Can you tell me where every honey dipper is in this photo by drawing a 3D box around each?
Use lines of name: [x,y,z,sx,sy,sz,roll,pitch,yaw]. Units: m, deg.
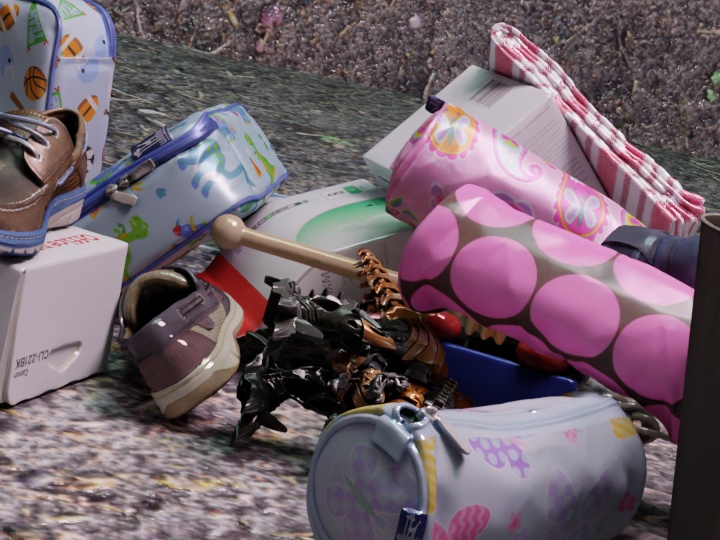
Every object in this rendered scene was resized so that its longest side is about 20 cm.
honey dipper: [0.000,0.000,1.319,0.199,0.038,0.038,17,11,6]

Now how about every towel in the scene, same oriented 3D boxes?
towel: [0.162,-0.078,1.476,0.200,0.030,0.146,48,-12,17]

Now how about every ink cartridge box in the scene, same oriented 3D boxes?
ink cartridge box: [-0.062,-0.006,1.426,0.199,0.050,0.161,-13,17,-14]
ink cartridge box: [-0.258,0.003,1.241,0.199,0.084,0.144,17,12,16]

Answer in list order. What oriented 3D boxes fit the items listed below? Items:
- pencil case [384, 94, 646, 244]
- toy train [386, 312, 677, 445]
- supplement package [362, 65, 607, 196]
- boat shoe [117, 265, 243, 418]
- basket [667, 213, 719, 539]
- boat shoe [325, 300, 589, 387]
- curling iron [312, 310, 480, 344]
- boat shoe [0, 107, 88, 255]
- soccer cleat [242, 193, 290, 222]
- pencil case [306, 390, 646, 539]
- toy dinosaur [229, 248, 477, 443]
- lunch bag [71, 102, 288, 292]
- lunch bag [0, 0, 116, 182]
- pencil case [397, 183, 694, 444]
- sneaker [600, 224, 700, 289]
pencil case: [0.108,-0.026,1.335,0.199,0.088,0.087,31,12,1]
toy train: [0.110,0.088,1.281,0.199,0.085,0.116,16,-3,12]
supplement package: [0.111,-0.026,1.483,0.200,0.109,0.114,57,-13,-29]
boat shoe: [-0.115,0.029,1.278,0.072,0.065,0.200,-30,17,3]
basket: [0.226,0.091,1.041,0.180,0.201,0.136,22,14,38]
boat shoe: [0.063,0.053,1.410,0.198,0.074,0.068,9,29,14]
curling iron: [0.055,0.029,1.351,0.199,0.026,0.050,-2,15,-11]
boat shoe: [-0.204,-0.058,1.202,0.072,0.073,0.200,14,12,2]
soccer cleat: [-0.035,-0.024,1.687,0.086,0.070,0.200,4,14,-38]
pencil case: [0.062,0.106,1.072,0.083,0.091,0.199,22,13,40]
toy dinosaur: [0.002,0.063,1.192,0.135,0.103,0.200,11,17,-11]
lunch bag: [-0.142,-0.047,1.477,0.083,0.160,0.200,56,12,-4]
lunch bag: [-0.269,-0.135,1.632,0.160,0.201,0.075,20,17,37]
pencil case: [0.122,0.026,1.171,0.199,0.094,0.091,28,52,21]
sneaker: [0.195,0.062,1.252,0.146,0.203,0.077,6,32,37]
